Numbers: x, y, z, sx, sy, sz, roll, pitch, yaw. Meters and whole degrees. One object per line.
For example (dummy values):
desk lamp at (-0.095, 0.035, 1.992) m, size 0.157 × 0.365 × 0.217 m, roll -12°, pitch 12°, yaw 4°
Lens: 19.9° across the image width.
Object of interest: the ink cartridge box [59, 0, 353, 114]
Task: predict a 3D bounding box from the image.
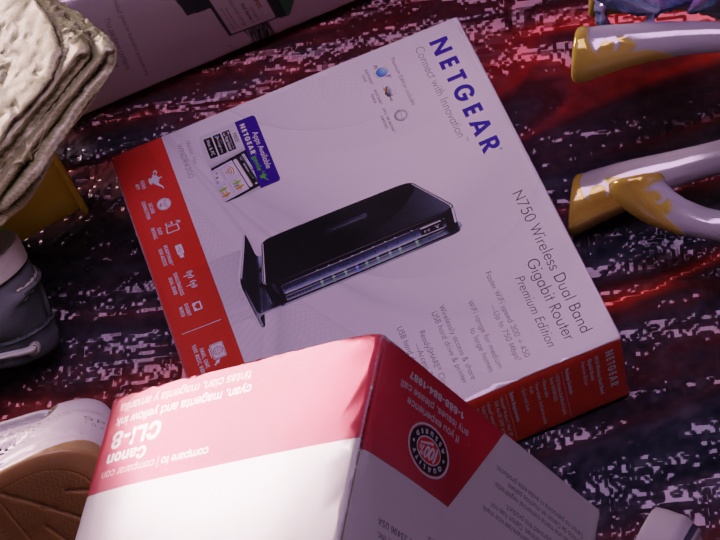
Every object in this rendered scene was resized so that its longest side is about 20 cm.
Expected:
ink cartridge box at (-0.092, -0.185, 1.049) m, size 0.199 × 0.085 × 0.147 m, roll -24°, pitch 55°, yaw -2°

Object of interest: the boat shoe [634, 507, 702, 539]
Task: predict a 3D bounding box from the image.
boat shoe at (0.111, 0.188, 0.763) m, size 0.065 × 0.072 × 0.201 m, roll 11°, pitch 61°, yaw 15°

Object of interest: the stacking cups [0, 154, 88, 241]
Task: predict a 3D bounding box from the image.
stacking cups at (-0.230, -0.006, 0.977) m, size 0.199 × 0.061 × 0.061 m, roll -29°, pitch 55°, yaw -7°

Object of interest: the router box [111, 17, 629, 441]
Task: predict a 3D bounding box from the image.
router box at (0.000, 0.000, 0.925) m, size 0.178 × 0.049 × 0.201 m, roll -23°, pitch 55°, yaw -2°

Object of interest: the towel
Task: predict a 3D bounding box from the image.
towel at (-0.203, -0.087, 0.956) m, size 0.149 × 0.036 × 0.200 m, roll -50°, pitch 51°, yaw 1°

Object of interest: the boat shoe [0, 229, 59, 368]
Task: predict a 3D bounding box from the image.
boat shoe at (-0.224, 0.061, 0.927) m, size 0.199 × 0.062 × 0.073 m, roll -36°, pitch 26°, yaw -14°

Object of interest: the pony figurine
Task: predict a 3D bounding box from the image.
pony figurine at (0.195, -0.093, 0.898) m, size 0.198 × 0.166 × 0.195 m, roll 5°, pitch 90°, yaw 13°

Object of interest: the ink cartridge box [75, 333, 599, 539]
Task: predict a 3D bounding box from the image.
ink cartridge box at (-0.020, 0.154, 0.744) m, size 0.144 × 0.145 × 0.201 m, roll -14°, pitch 49°, yaw 37°

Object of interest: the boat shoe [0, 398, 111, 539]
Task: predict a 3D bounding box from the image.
boat shoe at (-0.190, 0.113, 0.892) m, size 0.199 × 0.071 × 0.069 m, roll -21°, pitch 28°, yaw 8°
